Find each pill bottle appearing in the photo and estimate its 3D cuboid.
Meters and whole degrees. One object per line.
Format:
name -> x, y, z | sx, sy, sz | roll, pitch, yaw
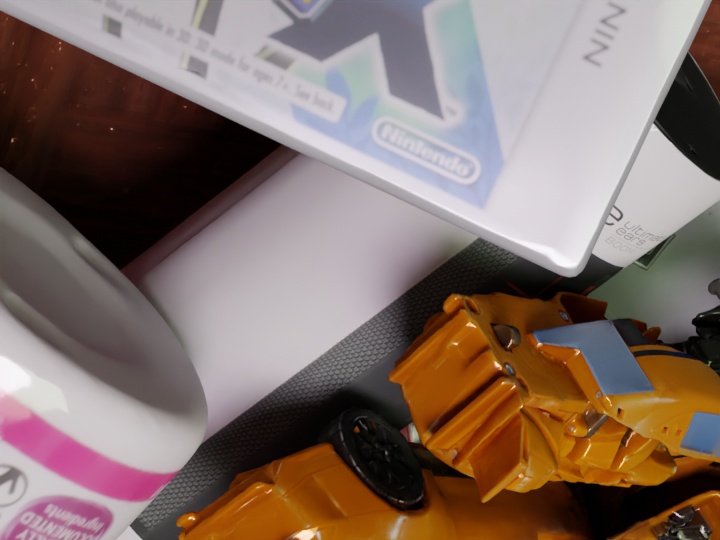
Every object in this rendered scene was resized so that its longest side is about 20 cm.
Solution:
pill bottle -> -0.141, 0.071, 0.694 | 0.200, 0.113, 0.113 | -47, 128, 11

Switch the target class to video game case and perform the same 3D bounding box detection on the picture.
video game case -> -0.001, -0.122, 0.655 | 0.199, 0.022, 0.183 | 25, 96, -1

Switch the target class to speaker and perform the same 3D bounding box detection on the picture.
speaker -> 0.000, 0.000, 0.744 | 0.200, 0.081, 0.081 | -36, 130, 20

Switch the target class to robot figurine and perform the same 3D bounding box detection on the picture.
robot figurine -> 0.051, 0.059, 0.740 | 0.145, 0.058, 0.200 | -40, 153, 24

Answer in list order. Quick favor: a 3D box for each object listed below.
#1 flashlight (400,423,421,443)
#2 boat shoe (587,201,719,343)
flashlight -> 0.057, 0.035, 0.865 | 0.199, 0.068, 0.068 | -7, 102, -22
boat shoe -> 0.082, -0.020, 0.824 | 0.200, 0.064, 0.071 | 33, 115, -24
